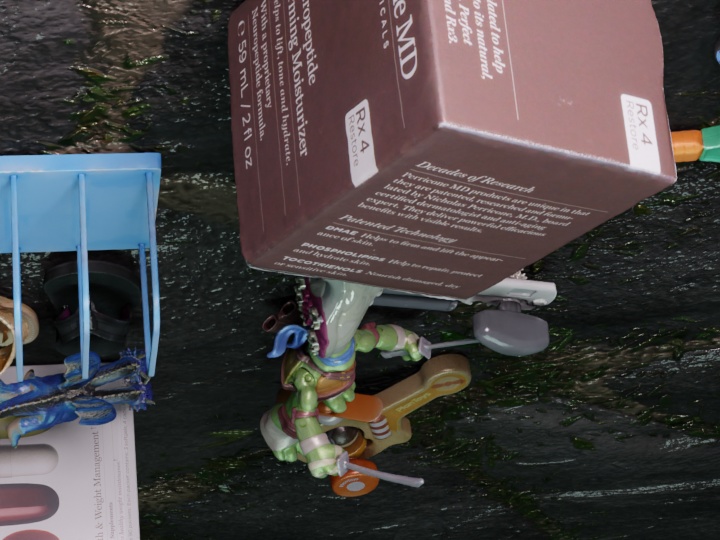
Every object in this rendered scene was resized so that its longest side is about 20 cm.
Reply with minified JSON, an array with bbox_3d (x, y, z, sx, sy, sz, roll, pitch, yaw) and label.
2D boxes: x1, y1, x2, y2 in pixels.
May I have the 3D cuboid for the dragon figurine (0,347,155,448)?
[{"bbox_3d":[-0.231,0.098,1.564,0.099,0.059,0.200,-16,178,18],"label":"dragon figurine"}]

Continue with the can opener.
[{"bbox_3d":[0.069,0.022,1.576,0.198,0.067,0.053,10,153,-22],"label":"can opener"}]

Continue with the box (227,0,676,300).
[{"bbox_3d":[0.045,-0.100,1.114,0.163,0.168,0.200,10,154,-32],"label":"box"}]

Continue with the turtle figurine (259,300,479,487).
[{"bbox_3d":[-0.002,0.116,1.668,0.198,0.145,0.194,12,163,-12],"label":"turtle figurine"}]

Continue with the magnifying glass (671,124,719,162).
[{"bbox_3d":[0.259,-0.089,1.395,0.198,0.023,0.080,-3,158,-4],"label":"magnifying glass"}]

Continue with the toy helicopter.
[{"bbox_3d":[0.013,0.125,1.833,0.199,0.079,0.132,-31,140,27],"label":"toy helicopter"}]

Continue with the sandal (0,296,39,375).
[{"bbox_3d":[-0.300,0.051,1.541,0.077,0.070,0.212,-6,159,1],"label":"sandal"}]

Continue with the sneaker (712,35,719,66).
[{"bbox_3d":[0.253,-0.137,1.200,0.089,0.079,0.200,-12,158,25],"label":"sneaker"}]

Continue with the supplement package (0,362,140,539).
[{"bbox_3d":[-0.296,0.195,1.737,0.198,0.193,0.147,-2,157,-10],"label":"supplement package"}]

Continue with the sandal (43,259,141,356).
[{"bbox_3d":[-0.209,0.042,1.568,0.074,0.048,0.201,-3,159,-6],"label":"sandal"}]

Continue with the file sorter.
[{"bbox_3d":[-0.237,0.004,1.367,0.198,0.124,0.139,-1,158,-9],"label":"file sorter"}]

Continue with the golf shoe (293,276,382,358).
[{"bbox_3d":[0.000,0.000,1.464,0.091,0.076,0.201,-11,150,-13],"label":"golf shoe"}]
